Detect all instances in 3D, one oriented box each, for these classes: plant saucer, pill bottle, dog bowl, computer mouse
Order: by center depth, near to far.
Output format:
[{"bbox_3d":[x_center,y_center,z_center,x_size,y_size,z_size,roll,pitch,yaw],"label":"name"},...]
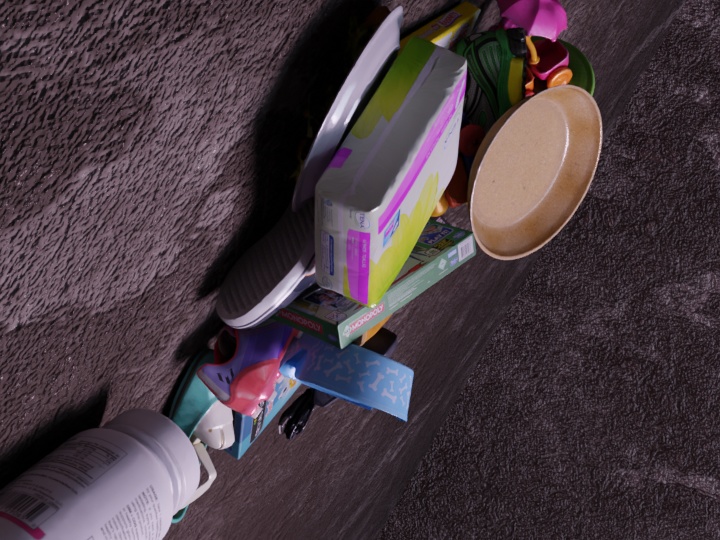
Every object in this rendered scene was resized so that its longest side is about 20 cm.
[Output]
[{"bbox_3d":[-0.220,0.196,0.962,0.200,0.113,0.114,-39,158,-55],"label":"pill bottle"},{"bbox_3d":[-0.015,0.101,1.197,0.050,0.111,0.200,-69,-162,-8],"label":"dog bowl"},{"bbox_3d":[0.178,-0.109,1.296,0.200,0.035,0.201,-25,132,-32],"label":"plant saucer"},{"bbox_3d":[-0.028,0.117,1.445,0.139,0.053,0.200,-47,-176,-39],"label":"computer mouse"}]

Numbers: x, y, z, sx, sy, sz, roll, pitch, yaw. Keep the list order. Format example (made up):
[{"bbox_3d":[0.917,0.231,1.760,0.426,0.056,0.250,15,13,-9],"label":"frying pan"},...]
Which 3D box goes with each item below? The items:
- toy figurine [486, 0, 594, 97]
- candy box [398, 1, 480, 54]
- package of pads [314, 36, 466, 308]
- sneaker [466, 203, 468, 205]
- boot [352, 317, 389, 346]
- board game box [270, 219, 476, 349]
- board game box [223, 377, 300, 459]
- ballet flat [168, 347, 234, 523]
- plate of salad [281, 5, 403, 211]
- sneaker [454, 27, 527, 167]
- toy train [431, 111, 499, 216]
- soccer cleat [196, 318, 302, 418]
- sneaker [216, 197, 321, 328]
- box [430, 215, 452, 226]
[{"bbox_3d":[0.174,-0.256,1.427,0.200,0.150,0.184,-32,150,-4],"label":"toy figurine"},{"bbox_3d":[0.059,-0.206,1.248,0.200,0.026,0.102,-42,159,-53],"label":"candy box"},{"bbox_3d":[0.028,-0.083,1.077,0.200,0.068,0.155,-59,163,-31],"label":"package of pads"},{"bbox_3d":[0.138,-0.162,1.411,0.083,0.071,0.200,-34,125,-22],"label":"sneaker"},{"bbox_3d":[0.015,0.019,1.305,0.144,0.071,0.201,-46,174,-18],"label":"boot"},{"bbox_3d":[0.000,0.000,1.203,0.200,0.134,0.029,-34,129,-36],"label":"board game box"},{"bbox_3d":[-0.091,0.098,1.367,0.200,0.047,0.151,-50,165,-31],"label":"board game box"},{"bbox_3d":[-0.163,0.172,1.216,0.067,0.070,0.200,-24,144,-63],"label":"ballet flat"},{"bbox_3d":[-0.019,-0.144,1.059,0.200,0.048,0.200,-61,178,-4],"label":"plate of salad"},{"bbox_3d":[0.137,-0.174,1.324,0.078,0.085,0.200,-80,169,-52],"label":"sneaker"},{"bbox_3d":[0.084,-0.078,1.323,0.116,0.085,0.200,-37,135,-15],"label":"toy train"},{"bbox_3d":[-0.103,0.061,1.198,0.067,0.076,0.200,-43,-163,33],"label":"soccer cleat"},{"bbox_3d":[-0.051,-0.011,1.139,0.200,0.078,0.079,-53,132,-22],"label":"sneaker"},{"bbox_3d":[0.034,0.019,1.530,0.160,0.044,0.200,-47,176,-18],"label":"box"}]
